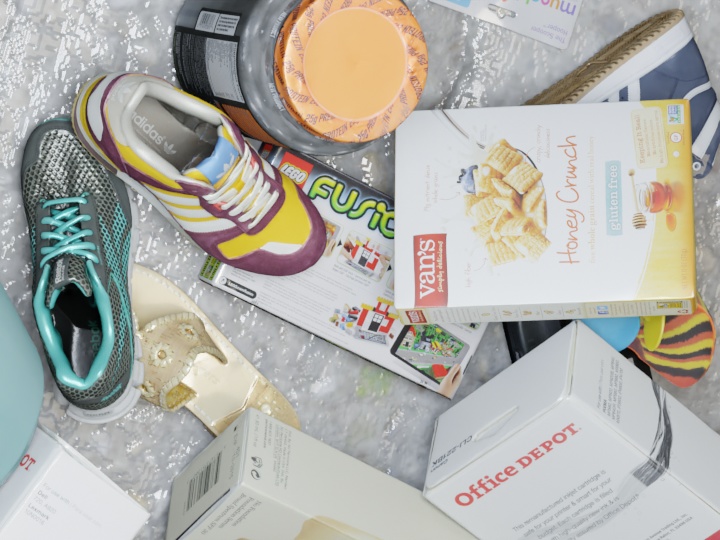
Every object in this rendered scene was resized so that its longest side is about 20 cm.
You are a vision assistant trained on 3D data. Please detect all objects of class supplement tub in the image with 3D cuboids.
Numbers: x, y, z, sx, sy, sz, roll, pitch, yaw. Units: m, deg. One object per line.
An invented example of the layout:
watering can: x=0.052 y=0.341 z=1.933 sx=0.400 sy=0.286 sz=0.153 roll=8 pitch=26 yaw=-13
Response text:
supplement tub: x=-0.037 y=-0.138 z=1.617 sx=0.122 sy=0.200 sz=0.123 roll=-3 pitch=99 yaw=-21

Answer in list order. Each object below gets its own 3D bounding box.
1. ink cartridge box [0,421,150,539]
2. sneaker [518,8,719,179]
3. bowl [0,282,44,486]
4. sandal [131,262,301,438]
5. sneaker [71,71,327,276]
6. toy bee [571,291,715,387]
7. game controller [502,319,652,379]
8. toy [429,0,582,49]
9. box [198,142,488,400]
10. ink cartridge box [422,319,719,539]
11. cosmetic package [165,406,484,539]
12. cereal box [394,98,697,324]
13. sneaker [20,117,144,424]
ink cartridge box: x=-0.240 y=0.195 z=1.616 sx=0.084 sy=0.146 sz=0.200 roll=40 pitch=83 yaw=-25
sneaker: x=0.174 y=-0.088 z=1.777 sx=0.200 sy=0.070 sz=0.109 roll=-36 pitch=107 yaw=-16
bowl: x=-0.276 y=0.081 z=1.578 sx=0.201 sy=0.201 sz=0.105 roll=-53 pitch=131 yaw=-7
sandal: x=-0.115 y=0.063 z=1.687 sx=0.212 sy=0.070 sz=0.078 roll=39 pitch=83 yaw=-21
sneaker: x=-0.093 y=-0.057 z=1.624 sx=0.200 sy=0.090 sz=0.075 roll=33 pitch=79 yaw=-25
toy bee: x=0.177 y=0.003 z=1.727 sx=0.200 sy=0.131 sz=0.109 roll=14 pitch=120 yaw=-41
game controller: x=0.165 y=0.089 z=1.823 sx=0.104 sy=0.042 sz=0.201 roll=-23 pitch=106 yaw=-32
toy: x=0.133 y=-0.264 z=1.747 sx=0.115 sy=0.047 sz=0.201 roll=18 pitch=91 yaw=-21
box: x=0.000 y=0.000 z=1.741 sx=0.200 sy=0.035 sz=0.110 roll=27 pitch=88 yaw=-22
ink cartridge box: x=0.163 y=0.148 z=1.731 sx=0.200 sy=0.084 sz=0.144 roll=38 pitch=125 yaw=-22
cosmetic package: x=-0.023 y=0.183 z=1.715 sx=0.200 sy=0.071 sz=0.105 roll=27 pitch=131 yaw=-21
cereal box: x=0.122 y=-0.039 z=1.677 sx=0.199 sy=0.040 sz=0.144 roll=-3 pitch=70 yaw=8
sneaker: x=-0.179 y=-0.003 z=1.619 sx=0.077 sy=0.091 sz=0.201 roll=-12 pitch=83 yaw=2
